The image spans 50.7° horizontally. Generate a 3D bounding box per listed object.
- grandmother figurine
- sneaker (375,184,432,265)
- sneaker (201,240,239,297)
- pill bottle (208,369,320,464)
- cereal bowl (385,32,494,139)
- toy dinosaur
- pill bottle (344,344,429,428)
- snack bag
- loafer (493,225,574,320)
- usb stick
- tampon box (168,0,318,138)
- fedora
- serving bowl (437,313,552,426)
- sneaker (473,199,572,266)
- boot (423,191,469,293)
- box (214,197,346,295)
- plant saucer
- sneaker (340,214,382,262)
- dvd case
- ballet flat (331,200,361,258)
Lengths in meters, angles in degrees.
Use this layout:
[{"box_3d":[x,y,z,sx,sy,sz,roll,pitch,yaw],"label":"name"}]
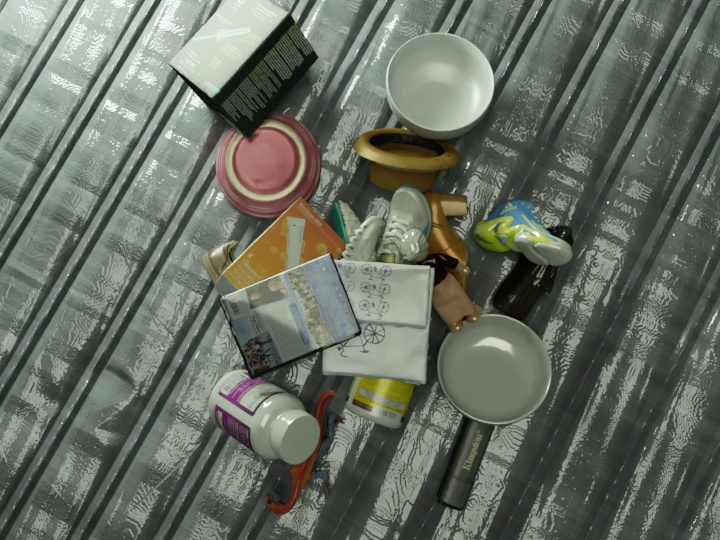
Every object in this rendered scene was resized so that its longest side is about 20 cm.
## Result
[{"box_3d":[0.127,0.015,1.304,0.121,0.061,0.201,-33,113,3],"label":"grandmother figurine"},{"box_3d":[0.071,-0.049,1.328,0.076,0.081,0.202,17,114,26],"label":"sneaker"},{"box_3d":[-0.208,0.037,1.369,0.075,0.070,0.201,-34,84,3],"label":"sneaker"},{"box_3d":[-0.160,0.249,1.281,0.199,0.112,0.113,19,83,45],"label":"pill bottle"},{"box_3d":[0.142,-0.325,1.387,0.197,0.083,0.203,0,73,0],"label":"cereal bowl"},{"box_3d":[-0.107,0.321,1.308,0.104,0.201,0.183,14,52,17],"label":"toy dinosaur"},{"box_3d":[0.053,0.165,1.334,0.108,0.109,0.202,20,85,3],"label":"pill bottle"},{"box_3d":[0.024,0.086,1.264,0.186,0.021,0.203,5,94,4],"label":"snack bag"},{"box_3d":[0.319,0.006,1.374,0.071,0.073,0.200,42,85,-25],"label":"loafer"},{"box_3d":[0.193,0.326,1.353,0.055,0.033,0.202,22,85,4],"label":"usb stick"},{"box_3d":[-0.207,-0.375,1.362,0.200,0.126,0.150,-48,58,-3],"label":"tampon box"},{"box_3d":[0.080,-0.191,1.364,0.198,0.201,0.083,10,119,2],"label":"fedora"},{"box_3d":[0.232,0.181,1.338,0.197,0.066,0.202,-1,63,2],"label":"serving bowl"},{"box_3d":[0.296,-0.077,1.336,0.199,0.076,0.106,19,67,41],"label":"sneaker"},{"box_3d":[0.126,-0.042,1.383,0.142,0.071,0.204,-2,90,12],"label":"boot"},{"box_3d":[-0.138,-0.007,1.325,0.124,0.097,0.200,44,67,-5],"label":"box"},{"box_3d":[-0.172,-0.198,1.405,0.198,0.051,0.203,0,84,0],"label":"plant saucer"},{"box_3d":[0.000,0.000,1.307,0.080,0.075,0.202,27,108,8],"label":"sneaker"},{"box_3d":[-0.113,0.075,1.240,0.198,0.018,0.144,-22,96,-2],"label":"dvd case"},{"box_3d":[-0.005,-0.029,1.383,0.071,0.072,0.203,-10,89,0],"label":"ballet flat"}]
